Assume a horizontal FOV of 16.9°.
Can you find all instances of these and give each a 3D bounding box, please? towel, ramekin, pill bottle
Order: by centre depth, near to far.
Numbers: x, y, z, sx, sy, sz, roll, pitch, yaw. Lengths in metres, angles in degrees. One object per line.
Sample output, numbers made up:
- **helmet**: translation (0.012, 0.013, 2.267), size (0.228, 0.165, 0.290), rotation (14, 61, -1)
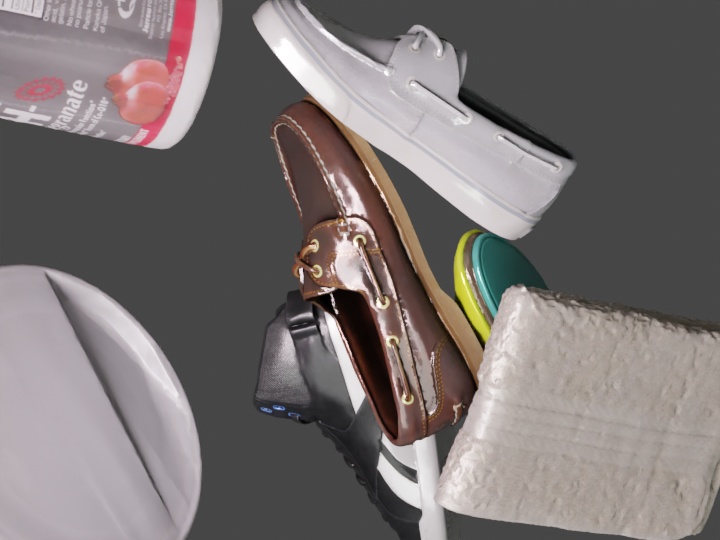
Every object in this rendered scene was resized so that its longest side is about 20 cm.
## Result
- **pill bottle**: translation (-0.181, -0.134, 1.257), size (0.200, 0.111, 0.111), rotation (10, 126, -21)
- **towel**: translation (0.137, 0.082, 1.364), size (0.200, 0.034, 0.133), rotation (12, 99, -38)
- **ramekin**: translation (-0.196, 0.104, 1.406), size (0.202, 0.203, 0.094), rotation (41, 131, -19)

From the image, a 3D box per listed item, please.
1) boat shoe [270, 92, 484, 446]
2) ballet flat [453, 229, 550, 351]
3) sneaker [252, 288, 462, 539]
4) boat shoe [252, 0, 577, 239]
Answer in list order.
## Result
- **boat shoe**: translation (0.000, 0.000, 1.336), size (0.070, 0.070, 0.200), rotation (-29, 89, -17)
- **ballet flat**: translation (0.096, 0.050, 1.391), size (0.067, 0.067, 0.200), rotation (-17, 137, 35)
- **sneaker**: translation (-0.005, 0.093, 1.448), size (0.112, 0.073, 0.200), rotation (-4, 115, 14)
- **boat shoe**: translation (0.033, -0.095, 1.315), size (0.200, 0.072, 0.069), rotation (38, 106, -15)
